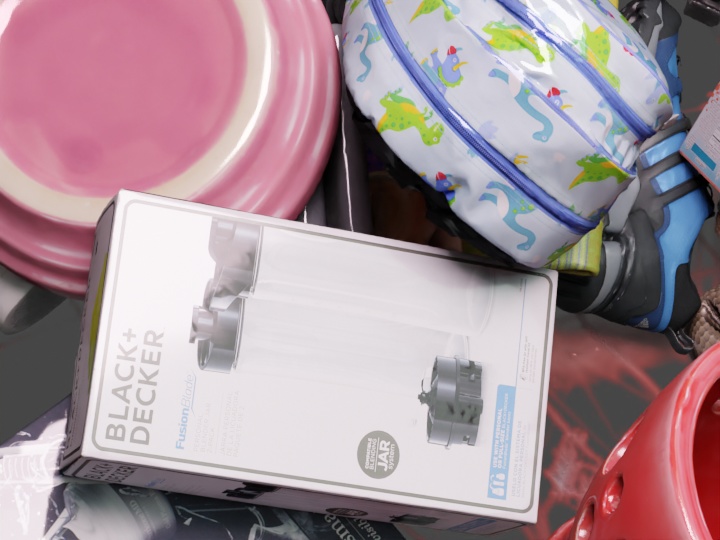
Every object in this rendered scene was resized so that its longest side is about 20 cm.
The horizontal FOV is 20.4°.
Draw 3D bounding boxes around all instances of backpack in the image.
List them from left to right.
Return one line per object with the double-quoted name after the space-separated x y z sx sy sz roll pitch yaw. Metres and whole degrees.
0.062 -0.083 0.889 0.163 0.154 0.200 48 29 -10 "backpack"

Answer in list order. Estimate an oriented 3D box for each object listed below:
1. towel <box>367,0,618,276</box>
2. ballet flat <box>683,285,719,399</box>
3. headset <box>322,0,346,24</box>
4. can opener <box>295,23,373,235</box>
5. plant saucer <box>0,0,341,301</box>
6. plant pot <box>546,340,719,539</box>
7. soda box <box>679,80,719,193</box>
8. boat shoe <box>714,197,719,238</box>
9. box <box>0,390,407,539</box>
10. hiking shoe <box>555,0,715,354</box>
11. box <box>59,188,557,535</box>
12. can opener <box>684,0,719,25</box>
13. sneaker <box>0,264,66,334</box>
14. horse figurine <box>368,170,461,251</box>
0.066 -0.084 1.069 0.143 0.023 0.201 -2 61 14 "towel"
0.240 0.093 1.060 0.067 0.046 0.201 -22 74 -25 "ballet flat"
0.010 -0.137 1.047 0.199 0.094 0.123 21 27 18 "headset"
-0.011 -0.023 0.949 0.052 0.066 0.201 2 75 -37 "can opener"
-0.109 -0.087 0.923 0.199 0.051 0.202 -2 74 6 "plant saucer"
0.184 0.153 0.925 0.199 0.183 0.201 14 53 -18 "plant pot"
0.243 -0.030 0.997 0.068 0.064 0.200 15 25 -32 "soda box"
0.269 0.028 1.084 0.199 0.065 0.071 33 23 -3 "boat shoe"
-0.085 0.153 0.893 0.182 0.104 0.200 -38 81 -28 "box"
0.154 -0.056 1.099 0.086 0.074 0.201 24 65 -23 "hiking shoe"
-0.021 0.043 0.859 0.199 0.060 0.117 11 76 -14 "box"
0.155 -0.203 1.156 0.199 0.067 0.053 24 59 1 "can opener"
-0.136 -0.074 0.986 0.200 0.074 0.116 -40 76 -19 "sneaker"
0.000 0.000 1.000 0.199 0.050 0.133 -22 67 6 "horse figurine"
